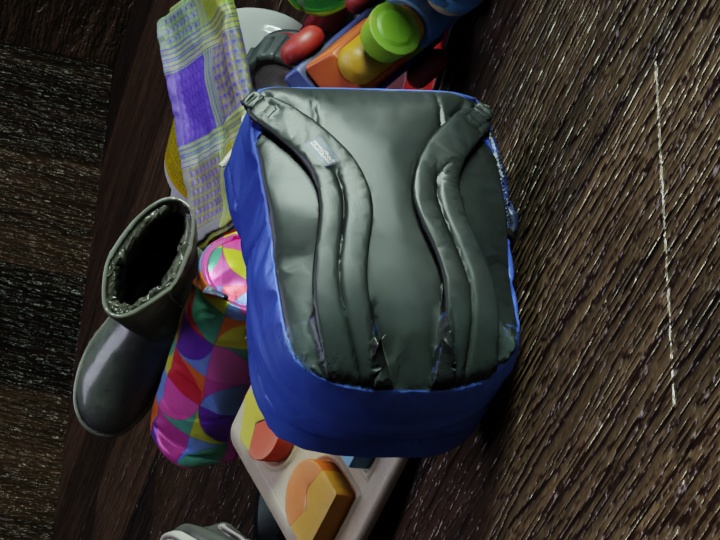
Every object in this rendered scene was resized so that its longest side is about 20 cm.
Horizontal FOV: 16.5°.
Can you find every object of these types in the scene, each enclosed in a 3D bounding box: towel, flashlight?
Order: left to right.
[{"bbox_3d":[-0.115,-0.120,1.908,0.144,0.023,0.200,160,102,-65],"label":"towel"},{"bbox_3d":[-0.037,-0.194,1.954,0.200,0.068,0.068,-66,-10,-49],"label":"flashlight"}]

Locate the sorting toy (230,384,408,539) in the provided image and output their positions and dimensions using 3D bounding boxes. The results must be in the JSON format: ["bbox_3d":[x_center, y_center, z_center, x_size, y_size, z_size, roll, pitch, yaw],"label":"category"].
[{"bbox_3d":[-0.028,0.099,1.666,0.185,0.036,0.200,56,133,46],"label":"sorting toy"}]

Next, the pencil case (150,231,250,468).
[{"bbox_3d":[-0.100,0.062,1.845,0.200,0.088,0.088,111,166,-45],"label":"pencil case"}]

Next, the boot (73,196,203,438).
[{"bbox_3d":[-0.165,0.039,1.834,0.200,0.073,0.182,154,139,-85],"label":"boot"}]

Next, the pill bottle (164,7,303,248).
[{"bbox_3d":[-0.100,-0.111,2.047,0.200,0.112,0.112,110,166,-47],"label":"pill bottle"}]

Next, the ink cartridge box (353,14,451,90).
[{"bbox_3d":[0.036,-0.208,1.821,0.176,0.045,0.200,-104,27,-68],"label":"ink cartridge box"}]

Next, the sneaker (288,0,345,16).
[{"bbox_3d":[-0.011,-0.290,1.920,0.200,0.074,0.084,-66,-26,-15],"label":"sneaker"}]

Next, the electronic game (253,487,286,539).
[{"bbox_3d":[-0.029,0.136,1.791,0.200,0.042,0.200,-162,90,-75],"label":"electronic game"}]

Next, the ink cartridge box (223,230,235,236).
[{"bbox_3d":[-0.091,0.032,1.950,0.200,0.047,0.160,37,130,49],"label":"ink cartridge box"}]

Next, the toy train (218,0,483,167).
[{"bbox_3d":[-0.002,-0.139,1.659,0.200,0.085,0.116,-42,3,-32],"label":"toy train"}]

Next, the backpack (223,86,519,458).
[{"bbox_3d":[0.010,0.014,1.446,0.168,0.162,0.200,105,158,-55],"label":"backpack"}]

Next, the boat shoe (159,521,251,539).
[{"bbox_3d":[-0.063,0.222,1.724,0.200,0.057,0.067,26,124,44],"label":"boat shoe"}]
